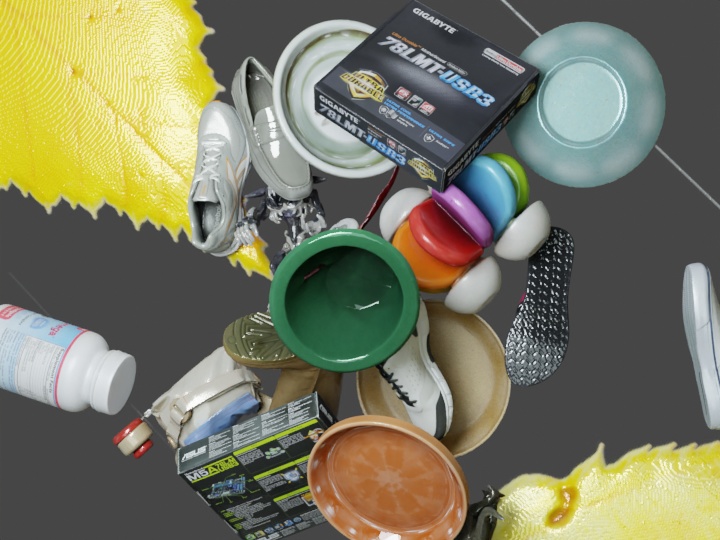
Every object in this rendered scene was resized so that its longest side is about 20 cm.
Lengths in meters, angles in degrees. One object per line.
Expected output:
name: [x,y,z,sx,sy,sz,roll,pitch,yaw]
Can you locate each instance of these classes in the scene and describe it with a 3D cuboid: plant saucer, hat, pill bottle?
plant saucer: [-0.019,-0.209,1.485,0.197,0.050,0.203,3,79,-18]
plant saucer: [0.270,-0.203,1.448,0.198,0.039,0.204,1,93,13]
plant saucer: [0.093,0.137,1.505,0.197,0.035,0.203,0,92,13]
hat: [0.000,0.000,1.395,0.199,0.176,0.166,-32,104,16]
pill bottle: [-0.406,0.123,1.584,0.197,0.109,0.110,16,96,11]
plant saucer: [0.033,0.254,1.413,0.198,0.032,0.203,9,123,14]

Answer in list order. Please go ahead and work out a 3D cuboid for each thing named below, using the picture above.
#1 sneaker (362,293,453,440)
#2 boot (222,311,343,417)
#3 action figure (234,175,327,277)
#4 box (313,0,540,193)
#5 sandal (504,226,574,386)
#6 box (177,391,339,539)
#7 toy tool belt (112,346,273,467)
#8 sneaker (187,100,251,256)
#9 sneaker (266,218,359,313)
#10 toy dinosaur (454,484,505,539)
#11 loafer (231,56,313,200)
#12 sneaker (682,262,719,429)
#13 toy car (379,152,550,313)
sneaker: [0.051,0.121,1.432,0.073,0.080,0.202,-1,112,51]
boot: [-0.092,0.136,1.445,0.173,0.201,0.067,-2,51,-18]
action figure: [-0.091,-0.050,1.508,0.117,0.102,0.203,-12,93,14]
box: [0.079,-0.214,1.415,0.199,0.050,0.199,35,63,20]
sandal: [0.227,0.047,1.472,0.074,0.045,0.203,12,81,7]
box: [-0.098,0.256,1.490,0.198,0.048,0.194,-24,129,13]
toy tool belt: [-0.205,0.199,1.530,0.199,0.125,0.123,-40,90,-8]
sneaker: [-0.186,-0.119,1.530,0.075,0.092,0.203,-1,91,14]
sneaker: [-0.042,0.039,1.453,0.099,0.078,0.200,37,106,-23]
toy dinosaur: [0.136,0.314,1.457,0.076,0.199,0.103,27,77,-24]
loafer: [-0.112,-0.178,1.489,0.069,0.070,0.201,-19,64,-20]
sneaker: [0.430,0.086,1.414,0.070,0.073,0.203,-12,99,4]
toy car: [0.118,-0.059,1.424,0.175,0.150,0.200,45,97,14]
